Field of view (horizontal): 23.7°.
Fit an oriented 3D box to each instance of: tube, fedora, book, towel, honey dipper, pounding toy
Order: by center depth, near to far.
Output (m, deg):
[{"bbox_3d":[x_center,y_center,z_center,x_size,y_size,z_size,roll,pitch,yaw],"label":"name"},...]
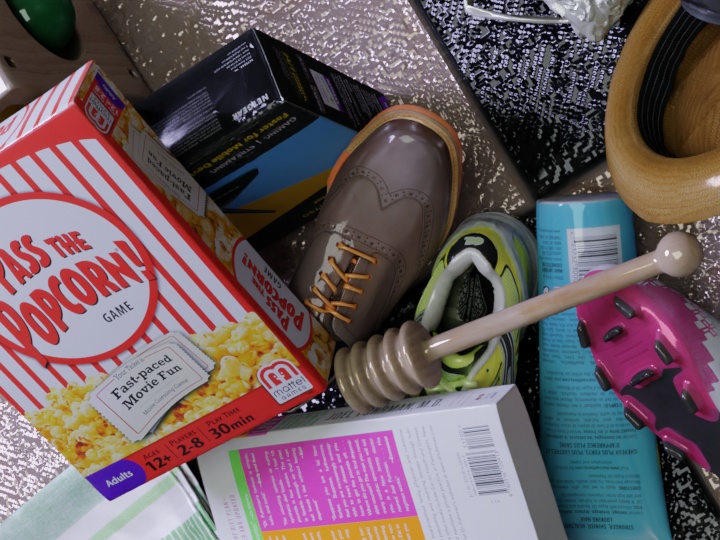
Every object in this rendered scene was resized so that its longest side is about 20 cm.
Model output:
[{"bbox_3d":[0.211,-0.098,0.842,0.201,0.082,0.201,-37,36,32],"label":"fedora"},{"bbox_3d":[0.080,0.024,0.862,0.200,0.038,0.038,-22,85,23],"label":"honey dipper"},{"bbox_3d":[0.126,0.059,0.927,0.077,0.050,0.200,0,97,27],"label":"tube"},{"bbox_3d":[0.012,0.138,0.930,0.200,0.048,0.134,-10,105,34],"label":"book"},{"bbox_3d":[-0.215,-0.092,0.979,0.200,0.184,0.142,-36,80,20],"label":"pounding toy"},{"bbox_3d":[-0.129,0.204,1.050,0.153,0.023,0.200,-41,79,20],"label":"towel"}]

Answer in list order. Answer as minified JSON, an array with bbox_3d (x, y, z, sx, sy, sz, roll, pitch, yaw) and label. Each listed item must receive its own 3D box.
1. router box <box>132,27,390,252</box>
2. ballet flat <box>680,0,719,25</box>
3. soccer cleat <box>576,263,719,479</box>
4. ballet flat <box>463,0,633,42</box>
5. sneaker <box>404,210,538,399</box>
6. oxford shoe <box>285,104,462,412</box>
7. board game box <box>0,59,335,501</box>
[{"bbox_3d":[-0.091,-0.047,0.948,0.200,0.149,0.051,-30,69,22],"label":"router box"},{"bbox_3d":[0.147,-0.184,0.853,0.200,0.066,0.057,-127,34,-49],"label":"ballet flat"},{"bbox_3d":[0.195,0.066,0.882,0.200,0.086,0.070,48,146,6],"label":"soccer cleat"},{"bbox_3d":[0.056,-0.174,0.926,0.200,0.072,0.072,24,102,20],"label":"ballet flat"},{"bbox_3d":[0.048,0.067,0.941,0.075,0.076,0.200,9,98,20],"label":"sneaker"},{"bbox_3d":[0.000,0.000,0.920,0.071,0.073,0.200,24,129,0],"label":"oxford shoe"},{"bbox_3d":[-0.133,0.012,0.879,0.151,0.046,0.200,-29,116,24],"label":"board game box"}]
